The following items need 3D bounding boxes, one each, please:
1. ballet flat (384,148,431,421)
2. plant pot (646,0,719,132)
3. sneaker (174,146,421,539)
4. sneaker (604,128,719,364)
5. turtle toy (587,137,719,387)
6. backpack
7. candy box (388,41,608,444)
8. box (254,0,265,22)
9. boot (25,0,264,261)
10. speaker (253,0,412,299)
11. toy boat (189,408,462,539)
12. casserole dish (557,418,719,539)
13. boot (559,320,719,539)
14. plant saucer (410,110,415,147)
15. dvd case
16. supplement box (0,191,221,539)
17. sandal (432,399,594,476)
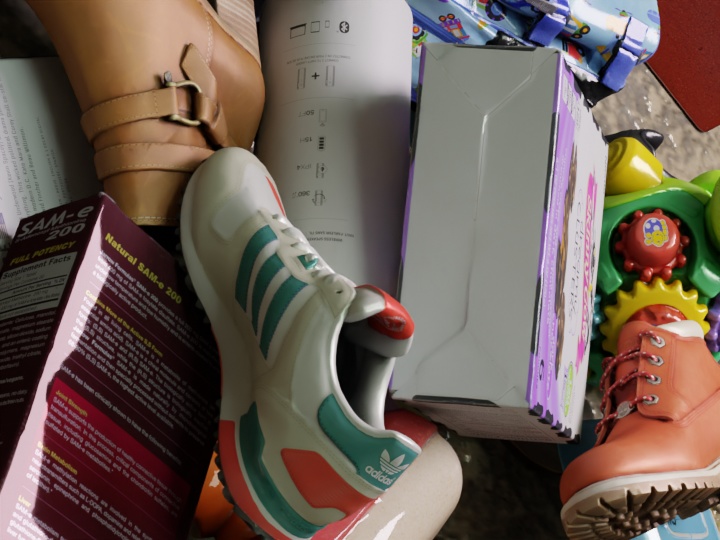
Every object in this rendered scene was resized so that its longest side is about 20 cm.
[{"bbox_3d":[0.000,0.000,1.198,0.071,0.069,0.202,56,29,-58],"label":"ballet flat"},{"bbox_3d":[0.271,-0.252,1.571,0.200,0.175,0.201,47,42,-28],"label":"plant pot"},{"bbox_3d":[-0.020,0.020,1.002,0.070,0.093,0.201,35,35,-46],"label":"sneaker"},{"bbox_3d":[0.191,-0.001,1.426,0.201,0.090,0.076,54,34,-22],"label":"sneaker"},{"bbox_3d":[0.182,0.001,1.335,0.146,0.200,0.101,41,20,-21],"label":"turtle toy"},{"bbox_3d":[0.048,-0.175,1.277,0.199,0.134,0.184,26,42,-30],"label":"backpack"},{"bbox_3d":[0.073,-0.007,1.144,0.200,0.071,0.169,36,58,-75],"label":"candy box"},{"bbox_3d":[-0.101,-0.227,1.152,0.199,0.104,0.149,15,62,-47],"label":"box"},{"bbox_3d":[-0.119,-0.090,1.066,0.200,0.076,0.157,25,59,-52],"label":"boot"},{"bbox_3d":[-0.015,-0.043,1.136,0.081,0.081,0.202,28,52,-41],"label":"speaker"},{"bbox_3d":[-0.050,0.126,1.067,0.130,0.131,0.200,37,38,7],"label":"toy boat"},{"bbox_3d":[0.167,0.140,1.318,0.200,0.039,0.122,17,52,-66],"label":"casserole dish"},{"bbox_3d":[0.148,0.082,1.212,0.199,0.075,0.108,-10,72,-58],"label":"boot"},{"bbox_3d":[0.073,-0.105,1.386,0.199,0.019,0.071,-11,82,-54],"label":"plant saucer"},{"bbox_3d":[-0.128,-0.029,1.094,0.199,0.025,0.152,-10,82,-52],"label":"dvd case"},{"bbox_3d":[-0.124,0.081,0.988,0.109,0.061,0.201,44,48,-35],"label":"supplement box"},{"bbox_3d":[0.079,0.059,1.288,0.200,0.054,0.082,34,50,-38],"label":"sandal"}]
